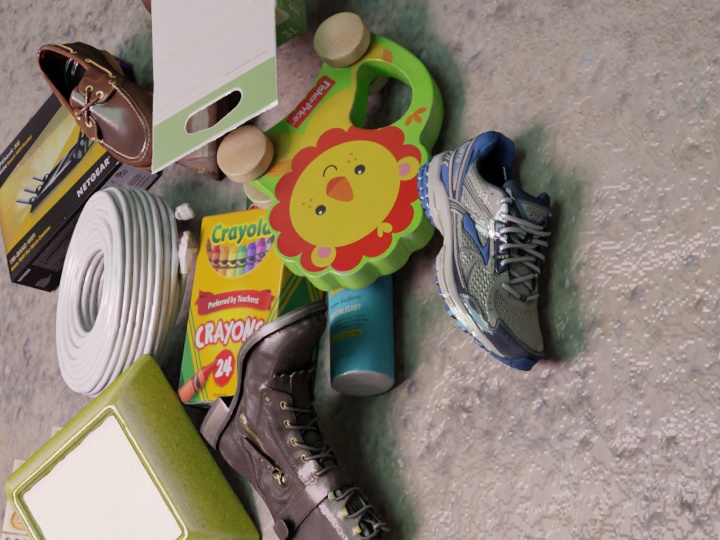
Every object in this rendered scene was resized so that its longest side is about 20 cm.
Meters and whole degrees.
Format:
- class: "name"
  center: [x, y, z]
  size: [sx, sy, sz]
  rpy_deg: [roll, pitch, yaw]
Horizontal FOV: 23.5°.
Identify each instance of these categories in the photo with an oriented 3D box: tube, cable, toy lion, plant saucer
- class: "tube"
  center: [0.000, 0.000, 1.398]
  size: [0.077, 0.050, 0.201]
  rpy_deg: [-19, 58, 31]
- class: "cable"
  center: [-0.224, 0.023, 1.591]
  size: [0.200, 0.069, 0.201]
  rpy_deg: [16, 96, 64]
- class: "toy lion"
  center: [-0.005, -0.087, 1.391]
  size: [0.191, 0.069, 0.200]
  rpy_deg: [34, 82, 34]
- class: "plant saucer"
  center: [-0.212, 0.208, 1.488]
  size: [0.200, 0.048, 0.200]
  rpy_deg: [-41, 70, 20]

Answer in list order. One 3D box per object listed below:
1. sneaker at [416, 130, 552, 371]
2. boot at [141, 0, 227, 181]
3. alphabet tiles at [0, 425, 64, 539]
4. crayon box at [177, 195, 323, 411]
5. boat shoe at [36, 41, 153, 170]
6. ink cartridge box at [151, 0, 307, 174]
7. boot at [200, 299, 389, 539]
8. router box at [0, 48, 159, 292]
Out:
- class: "sneaker"
  center: [0.101, -0.022, 1.267]
  size: [0.085, 0.077, 0.201]
  rpy_deg: [-37, 52, 29]
- class: "boot"
  center: [-0.167, -0.181, 1.639]
  size: [0.186, 0.064, 0.202]
  rpy_deg: [174, 93, -71]
- class: "alphabet tiles"
  center: [-0.244, 0.242, 1.546]
  size: [0.165, 0.006, 0.201]
  rpy_deg: [4, 78, 15]
- class: "crayon box"
  center: [-0.089, 0.019, 1.485]
  size: [0.127, 0.051, 0.201]
  rpy_deg: [-8, 70, 47]
- class: "boat shoe"
  center: [-0.244, -0.156, 1.629]
  size: [0.200, 0.070, 0.071]
  rpy_deg: [41, 113, 45]
- class: "ink cartridge box"
  center: [-0.113, -0.183, 1.465]
  size: [0.145, 0.048, 0.201]
  rpy_deg: [-26, 54, 30]
- class: "boot"
  center: [-0.034, 0.139, 1.335]
  size: [0.174, 0.069, 0.200]
  rpy_deg: [51, 135, 22]
- class: "router box"
  center: [-0.294, -0.101, 1.756]
  size: [0.200, 0.052, 0.158]
  rpy_deg: [-43, 48, 30]
